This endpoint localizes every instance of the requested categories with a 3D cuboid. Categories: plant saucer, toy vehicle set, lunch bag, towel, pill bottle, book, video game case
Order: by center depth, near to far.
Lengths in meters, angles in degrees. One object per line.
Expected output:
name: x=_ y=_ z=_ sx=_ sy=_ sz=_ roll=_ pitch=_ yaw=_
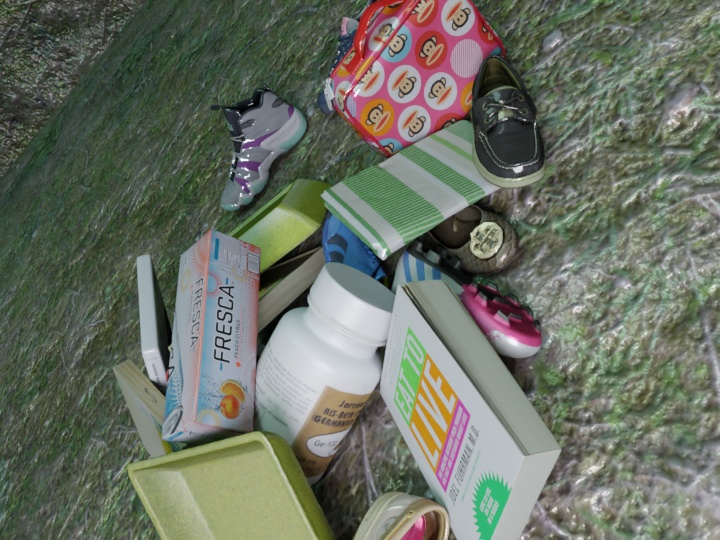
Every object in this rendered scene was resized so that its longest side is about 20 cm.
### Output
book: x=0.078 y=0.120 z=0.581 sx=0.201 sy=0.047 sz=0.135 roll=-123 pitch=37 yaw=-49
plant saucer: x=-0.097 y=0.238 z=0.641 sx=0.198 sy=0.202 sz=0.048 roll=-21 pitch=7 yaw=36
pill bottle: x=-0.043 y=0.100 z=0.693 sx=0.201 sy=0.113 sz=0.114 roll=-60 pitch=34 yaw=15
towel: x=0.071 y=-0.094 z=0.765 sx=0.198 sy=0.024 sz=0.153 roll=-29 pitch=37 yaw=-12
lunch bag: x=0.059 y=-0.239 z=0.836 sx=0.200 sy=0.176 sz=0.082 roll=-49 pitch=36 yaw=5
toy vehicle set: x=-0.127 y=0.038 z=0.857 sx=0.123 sy=0.027 sz=0.200 roll=-20 pitch=15 yaw=37
plant saucer: x=-0.130 y=-0.044 z=0.918 sx=0.199 sy=0.048 sz=0.200 roll=-36 pitch=14 yaw=15
video game case: x=-0.262 y=0.108 z=0.935 sx=0.023 sy=0.184 sz=0.201 roll=-13 pitch=38 yaw=-11

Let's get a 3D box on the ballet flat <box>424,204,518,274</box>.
ballet flat: x=0.095 y=-0.055 z=0.755 sx=0.068 sy=0.046 sz=0.200 roll=-49 pitch=36 yaw=3

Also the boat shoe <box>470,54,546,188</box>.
boat shoe: x=0.146 y=-0.161 z=0.739 sx=0.071 sy=0.067 sz=0.202 roll=-9 pitch=39 yaw=8

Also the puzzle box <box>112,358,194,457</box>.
puzzle box: x=-0.222 y=0.200 z=0.824 sx=0.025 sy=0.135 sz=0.199 roll=-27 pitch=35 yaw=-29

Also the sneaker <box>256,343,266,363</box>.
sneaker: x=-0.134 y=0.160 z=0.825 sx=0.075 sy=0.081 sz=0.201 roll=50 pitch=123 yaw=23

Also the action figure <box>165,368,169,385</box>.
action figure: x=-0.204 y=0.080 z=0.915 sx=0.200 sy=0.064 sz=0.100 roll=-120 pitch=37 yaw=-77

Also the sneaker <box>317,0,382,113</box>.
sneaker: x=-0.016 y=-0.337 z=1.079 sx=0.201 sy=0.082 sz=0.070 roll=-54 pitch=36 yaw=0

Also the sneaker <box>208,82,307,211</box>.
sneaker: x=-0.192 y=-0.205 z=1.119 sx=0.201 sy=0.140 sz=0.078 roll=-54 pitch=36 yaw=-1

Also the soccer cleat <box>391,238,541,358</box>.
soccer cleat: x=0.093 y=0.045 z=0.672 sx=0.200 sy=0.069 sz=0.087 roll=44 pitch=116 yaw=53

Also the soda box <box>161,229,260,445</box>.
soda box: x=-0.144 y=0.065 z=0.695 sx=0.068 sy=0.063 sz=0.202 roll=-32 pitch=48 yaw=41

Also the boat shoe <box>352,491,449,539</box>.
boat shoe: x=0.011 y=0.259 z=0.532 sx=0.069 sy=0.074 sz=0.201 roll=-24 pitch=32 yaw=52

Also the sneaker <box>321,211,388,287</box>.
sneaker: x=0.000 y=0.000 z=0.811 sx=0.078 sy=0.066 sz=0.202 roll=-21 pitch=46 yaw=20
